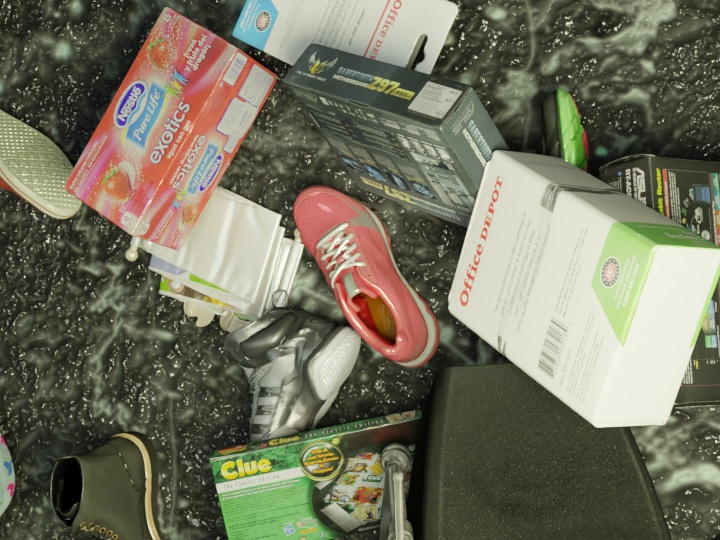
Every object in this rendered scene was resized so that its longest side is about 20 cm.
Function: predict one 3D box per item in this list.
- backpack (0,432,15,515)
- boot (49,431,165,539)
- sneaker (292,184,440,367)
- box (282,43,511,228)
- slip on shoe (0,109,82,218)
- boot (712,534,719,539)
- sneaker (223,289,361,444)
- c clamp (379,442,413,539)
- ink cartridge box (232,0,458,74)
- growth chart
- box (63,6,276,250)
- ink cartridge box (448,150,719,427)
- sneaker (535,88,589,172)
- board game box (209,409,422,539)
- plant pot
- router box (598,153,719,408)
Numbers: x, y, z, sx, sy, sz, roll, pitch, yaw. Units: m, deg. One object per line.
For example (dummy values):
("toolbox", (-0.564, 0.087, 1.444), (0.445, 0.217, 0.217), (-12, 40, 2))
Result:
("backpack", (-0.459, 0.192, 1.455), (0.176, 0.150, 0.202), (-30, 84, 17))
("boot", (-0.251, 0.266, 1.372), (0.077, 0.138, 0.203), (-11, 86, 20))
("sneaker", (0.000, 0.000, 1.304), (0.074, 0.087, 0.201), (-39, 78, 15))
("box", (0.044, -0.111, 1.219), (0.199, 0.158, 0.051), (23, 69, 43))
("slip on shoe", (-0.368, -0.115, 1.466), (0.199, 0.074, 0.062), (35, 136, 12))
("boot", (0.362, 0.264, 1.178), (0.199, 0.070, 0.132), (-39, 82, 21))
("sneaker", (-0.091, 0.117, 1.341), (0.113, 0.075, 0.201), (34, 97, 10))
("c clamp", (0.031, 0.213, 1.192), (0.027, 0.200, 0.173), (1, 105, -2))
("ink cartridge box", (-0.005, -0.228, 1.318), (0.199, 0.068, 0.117), (28, 99, 19))
("growth chart", (-0.146, -0.019, 1.398), (0.199, 0.018, 0.146), (30, 100, 19))
("box", (-0.180, -0.133, 1.355), (0.094, 0.102, 0.201), (32, 94, 22))
("ink cartridge box", (0.169, 0.010, 1.104), (0.200, 0.083, 0.147), (39, 120, 50))
("sneaker", (0.154, -0.063, 1.253), (0.083, 0.077, 0.203), (10, 92, 17))
("board game box", (-0.032, 0.196, 1.297), (0.197, 0.024, 0.106), (-10, 110, -1))
("plant pot", (0.132, 0.182, 1.183), (0.197, 0.200, 0.180), (-3, 66, -5))
("router box", (0.274, 0.012, 1.157), (0.062, 0.148, 0.203), (-12, 79, 54))
